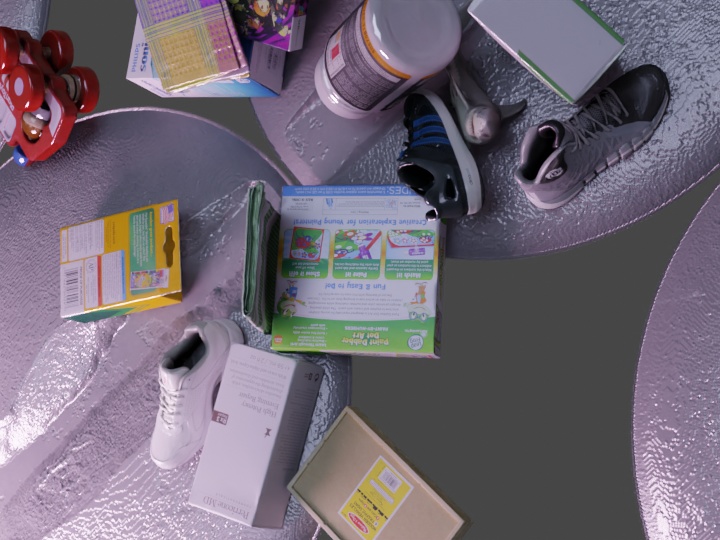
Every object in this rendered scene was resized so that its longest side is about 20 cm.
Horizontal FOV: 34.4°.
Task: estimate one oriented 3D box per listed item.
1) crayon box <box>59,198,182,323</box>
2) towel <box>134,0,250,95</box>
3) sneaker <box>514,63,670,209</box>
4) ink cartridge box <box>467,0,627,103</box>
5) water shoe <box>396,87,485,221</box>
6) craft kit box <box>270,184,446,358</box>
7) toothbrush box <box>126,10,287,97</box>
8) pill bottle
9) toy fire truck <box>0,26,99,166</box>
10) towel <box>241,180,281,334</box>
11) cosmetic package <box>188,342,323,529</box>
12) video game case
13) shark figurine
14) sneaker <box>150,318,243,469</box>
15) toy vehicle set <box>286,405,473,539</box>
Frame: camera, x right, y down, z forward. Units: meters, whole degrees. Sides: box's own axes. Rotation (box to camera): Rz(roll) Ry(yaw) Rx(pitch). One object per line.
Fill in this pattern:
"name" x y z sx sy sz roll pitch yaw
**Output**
"crayon box" -0.306 -0.010 1.542 0.198 0.051 0.127 -12 74 26
"towel" -0.217 -0.322 1.435 0.143 0.023 0.202 -9 105 35
"sneaker" 0.244 -0.151 1.245 0.200 0.115 0.075 -47 62 12
"ink cartridge box" 0.196 -0.252 1.225 0.146 0.200 0.084 42 102 1
"water shoe" 0.073 -0.137 1.324 0.078 0.072 0.201 -17 46 -10
"craft kit box" 0.000 0.000 1.360 0.198 0.049 0.199 1 76 15
"toothbrush box" -0.197 -0.309 1.531 0.198 0.085 0.148 4 81 27
"pill bottle" 0.024 -0.249 1.335 0.200 0.115 0.118 155 119 -64
"toy fire truck" -0.470 -0.243 1.661 0.200 0.112 0.168 53 128 27
"towel" -0.111 -0.007 1.359 0.023 0.200 0.154 2 79 3
"cosmetic package" -0.124 0.197 1.388 0.101 0.074 0.202 12 83 30
"video game case" -0.148 -0.380 1.408 0.199 0.036 0.183 21 117 22
"shark figurine" 0.144 -0.210 1.350 0.089 0.129 0.216 -11 53 0
"sneaker" -0.224 0.147 1.435 0.077 0.099 0.202 20 88 30
"toy vehicle set" 0.018 0.266 1.322 0.200 0.026 0.125 42 99 29
